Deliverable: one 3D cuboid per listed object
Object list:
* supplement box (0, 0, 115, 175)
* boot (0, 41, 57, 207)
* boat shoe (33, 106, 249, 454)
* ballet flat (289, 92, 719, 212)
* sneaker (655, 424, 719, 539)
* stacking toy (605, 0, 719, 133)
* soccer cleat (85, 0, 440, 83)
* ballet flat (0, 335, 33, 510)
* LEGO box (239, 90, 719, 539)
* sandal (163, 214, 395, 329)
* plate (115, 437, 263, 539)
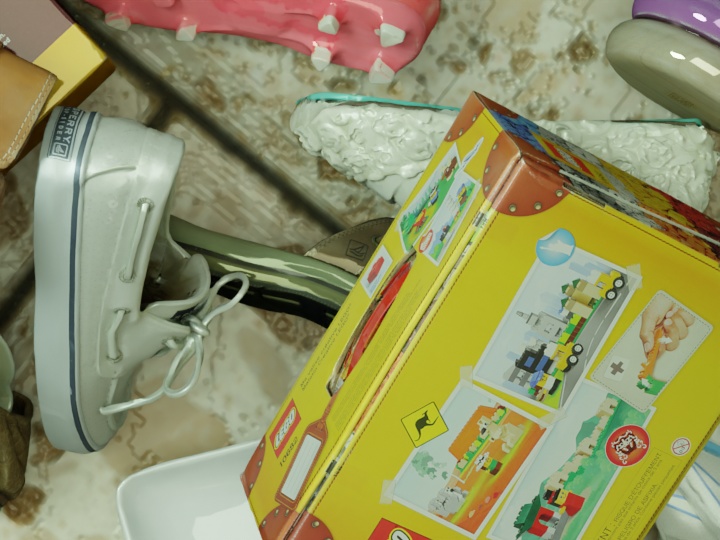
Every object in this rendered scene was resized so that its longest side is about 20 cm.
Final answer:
[{"bbox_3d":[-0.246,-0.096,1.007,0.197,0.133,0.200,-43,95,-1],"label":"supplement box"},{"bbox_3d":[-0.191,-0.102,0.911,0.154,0.074,0.201,19,103,-4],"label":"boot"},{"bbox_3d":[-0.092,0.012,1.006,0.086,0.075,0.202,8,135,2],"label":"boat shoe"},{"bbox_3d":[0.066,-0.043,1.060,0.199,0.072,0.072,4,92,-3],"label":"ballet flat"},{"bbox_3d":[0.183,0.113,1.085,0.199,0.075,0.087,25,97,4],"label":"sneaker"},{"bbox_3d":[0.194,-0.165,1.068,0.085,0.085,0.200,30,85,-5],"label":"stacking toy"},{"bbox_3d":[-0.060,-0.144,1.059,0.199,0.067,0.077,16,54,-2],"label":"soccer cleat"},{"bbox_3d":[-0.183,0.046,0.998,0.068,0.200,0.073,14,72,18],"label":"ballet flat"},{"bbox_3d":[0.065,0.051,0.991,0.149,0.077,0.200,26,105,-22],"label":"LEGO box"},{"bbox_3d":[-0.001,0.000,1.060,0.200,0.080,0.058,19,77,-4],"label":"sandal"},{"bbox_3d":[0.006,0.164,1.087,0.199,0.032,0.201,-16,94,-2],"label":"plate"}]
